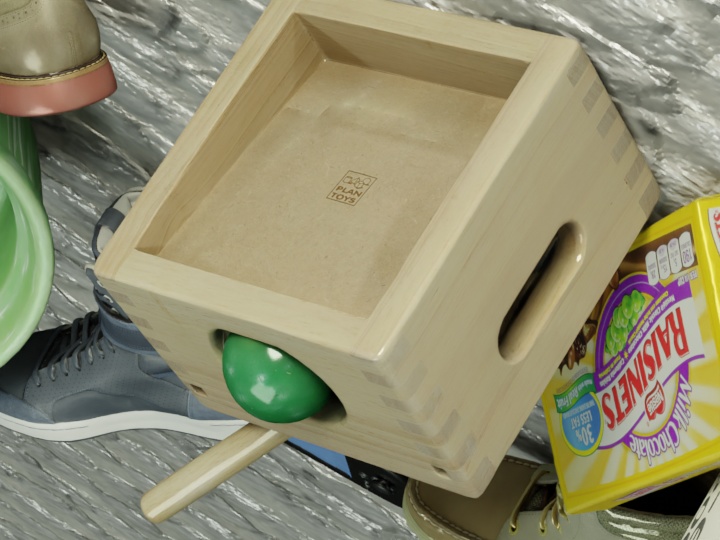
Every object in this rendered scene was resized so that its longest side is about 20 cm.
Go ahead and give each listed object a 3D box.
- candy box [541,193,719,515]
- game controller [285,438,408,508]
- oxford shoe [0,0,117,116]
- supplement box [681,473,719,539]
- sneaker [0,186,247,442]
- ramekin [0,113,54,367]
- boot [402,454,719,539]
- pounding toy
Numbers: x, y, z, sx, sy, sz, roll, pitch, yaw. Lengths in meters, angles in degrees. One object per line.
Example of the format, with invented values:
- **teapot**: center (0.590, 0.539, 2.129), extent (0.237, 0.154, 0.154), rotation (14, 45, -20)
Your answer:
- **candy box**: center (0.123, 0.040, 1.190), extent (0.200, 0.026, 0.103), rotation (142, 116, -68)
- **game controller**: center (-0.049, 0.078, 1.590), extent (0.199, 0.042, 0.104), rotation (30, 159, 12)
- **oxford shoe**: center (-0.181, -0.127, 1.326), extent (0.199, 0.070, 0.075), rotation (16, 123, 49)
- **supplement box**: center (0.243, 0.126, 1.152), extent (0.199, 0.126, 0.074), rotation (35, 161, -3)
- **sneaker**: center (-0.138, 0.022, 1.487), extent (0.201, 0.077, 0.147), rotation (-1, 137, 25)
- **ramekin**: center (-0.256, -0.034, 1.442), extent (0.198, 0.098, 0.201), rotation (-2, 129, -2)
- **boot**: center (0.105, 0.113, 1.400), extent (0.199, 0.072, 0.155), rotation (19, 156, 20)
- **pounding toy**: center (-0.005, 0.010, 1.149), extent (0.183, 0.201, 0.142), rotation (16, 154, 39)
